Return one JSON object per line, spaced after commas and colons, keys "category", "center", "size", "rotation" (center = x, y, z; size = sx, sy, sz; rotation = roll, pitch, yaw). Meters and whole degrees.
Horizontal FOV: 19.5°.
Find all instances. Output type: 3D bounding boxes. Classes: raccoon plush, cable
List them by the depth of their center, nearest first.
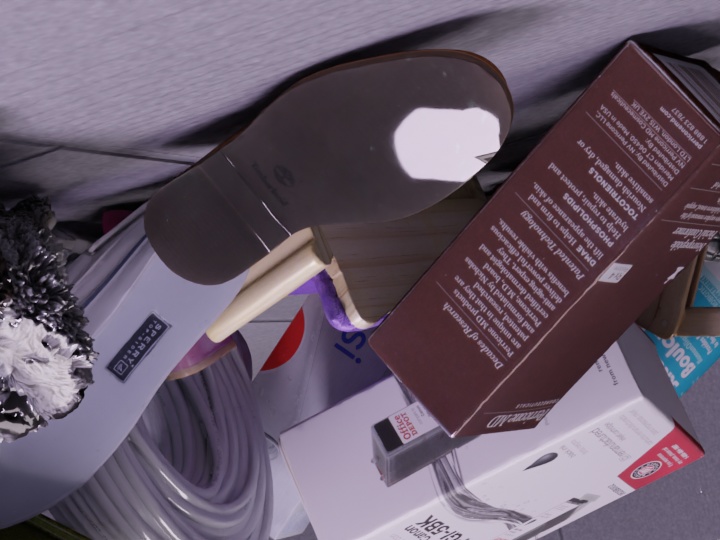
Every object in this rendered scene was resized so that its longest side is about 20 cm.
{"category": "raccoon plush", "center": [-0.160, -0.021, 0.911], "size": [0.096, 0.134, 0.200], "rotation": [4, 136, -15]}
{"category": "cable", "center": [-0.122, 0.080, 1.152], "size": [0.069, 0.201, 0.200], "rotation": [-23, 170, 19]}

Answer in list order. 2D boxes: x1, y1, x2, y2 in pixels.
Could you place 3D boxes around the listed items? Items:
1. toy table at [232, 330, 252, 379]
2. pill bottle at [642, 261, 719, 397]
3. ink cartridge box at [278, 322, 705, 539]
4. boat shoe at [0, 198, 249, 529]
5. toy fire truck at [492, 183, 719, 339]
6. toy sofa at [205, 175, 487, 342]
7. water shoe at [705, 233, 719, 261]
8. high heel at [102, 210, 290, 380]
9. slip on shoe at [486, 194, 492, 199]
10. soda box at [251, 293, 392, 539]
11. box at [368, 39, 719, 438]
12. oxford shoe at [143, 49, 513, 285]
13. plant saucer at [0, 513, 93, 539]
{"category": "toy table", "center": [-0.154, 0.088, 1.339], "size": [0.199, 0.185, 0.117], "rotation": [3, 161, 16]}
{"category": "pill bottle", "center": [0.161, 0.053, 1.367], "size": [0.200, 0.111, 0.111], "rotation": [-45, 174, -4]}
{"category": "ink cartridge box", "center": [0.076, 0.100, 1.186], "size": [0.200, 0.083, 0.147], "rotation": [-29, 153, 13]}
{"category": "boat shoe", "center": [-0.137, 0.043, 1.028], "size": [0.200, 0.074, 0.065], "rotation": [-43, -145, -11]}
{"category": "toy fire truck", "center": [0.182, -0.014, 1.220], "size": [0.199, 0.142, 0.049], "rotation": [-18, 176, 33]}
{"category": "toy sofa", "center": [0.000, 0.000, 1.121], "size": [0.083, 0.098, 0.200], "rotation": [-33, 165, 30]}
{"category": "water shoe", "center": [0.272, -0.077, 1.281], "size": [0.199, 0.072, 0.079], "rotation": [-23, -150, -3]}
{"category": "high heel", "center": [-0.076, -0.019, 1.163], "size": [0.067, 0.096, 0.200], "rotation": [-14, -166, 35]}
{"category": "slip on shoe", "center": [0.109, -0.025, 1.328], "size": [0.060, 0.076, 0.200], "rotation": [7, 169, -36]}
{"category": "soda box", "center": [-0.016, 0.061, 1.264], "size": [0.200, 0.068, 0.063], "rotation": [-56, 167, 6]}
{"category": "box", "center": [0.106, -0.012, 1.021], "size": [0.200, 0.075, 0.100], "rotation": [-48, 158, 21]}
{"category": "oxford shoe", "center": [-0.009, -0.057, 0.911], "size": [0.200, 0.071, 0.071], "rotation": [-19, -161, 40]}
{"category": "plant saucer", "center": [-0.202, 0.145, 1.021], "size": [0.199, 0.048, 0.200], "rotation": [10, -176, -45]}
